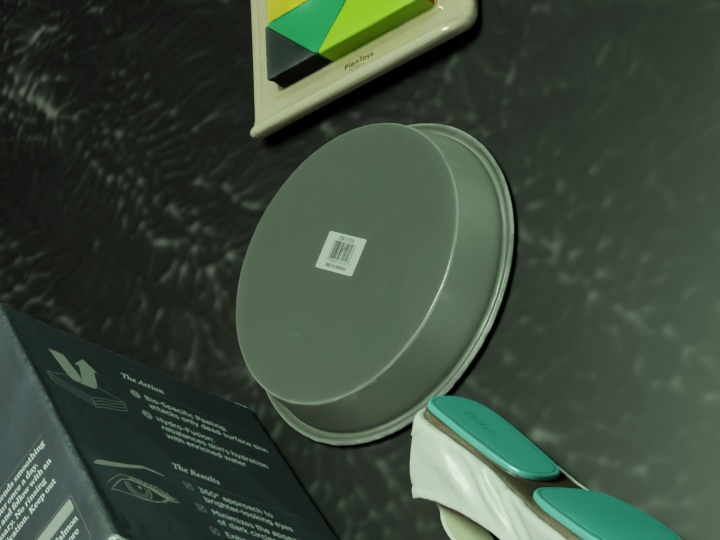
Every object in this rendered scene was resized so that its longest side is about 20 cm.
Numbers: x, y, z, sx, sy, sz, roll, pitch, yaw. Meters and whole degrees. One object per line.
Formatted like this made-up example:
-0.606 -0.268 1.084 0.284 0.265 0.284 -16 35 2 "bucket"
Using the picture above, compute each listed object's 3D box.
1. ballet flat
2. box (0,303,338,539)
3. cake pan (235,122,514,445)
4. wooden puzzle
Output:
0.087 0.126 0.806 0.200 0.069 0.070 32 93 53 "ballet flat"
-0.121 0.144 0.895 0.118 0.196 0.200 -52 42 12 "box"
0.000 0.000 0.972 0.199 0.037 0.202 -23 53 35 "cake pan"
-0.009 -0.201 1.091 0.184 0.037 0.201 -24 53 35 "wooden puzzle"
